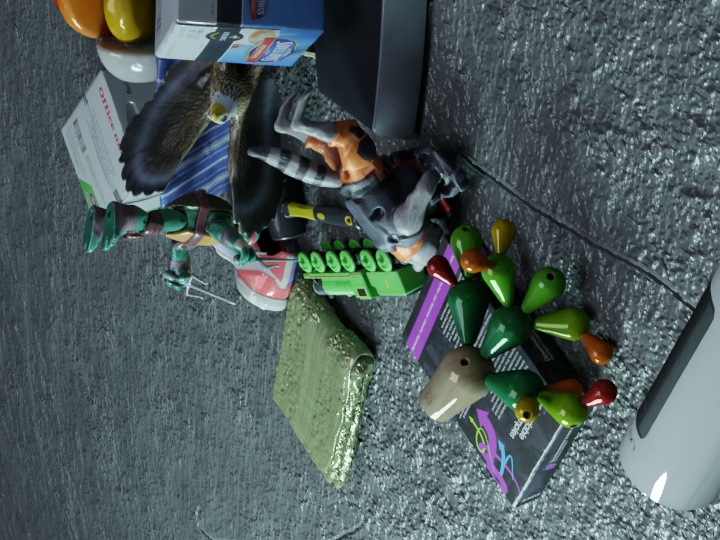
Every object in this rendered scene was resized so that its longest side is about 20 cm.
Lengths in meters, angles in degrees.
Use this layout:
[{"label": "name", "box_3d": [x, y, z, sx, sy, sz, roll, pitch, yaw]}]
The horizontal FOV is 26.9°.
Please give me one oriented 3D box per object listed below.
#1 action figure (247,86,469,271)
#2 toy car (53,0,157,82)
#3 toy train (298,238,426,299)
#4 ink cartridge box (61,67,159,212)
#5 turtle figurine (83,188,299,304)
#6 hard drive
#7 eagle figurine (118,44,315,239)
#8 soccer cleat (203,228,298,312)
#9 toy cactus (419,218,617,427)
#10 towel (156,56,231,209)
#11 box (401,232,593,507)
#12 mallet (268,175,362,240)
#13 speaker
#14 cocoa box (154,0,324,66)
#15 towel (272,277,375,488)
[{"label": "action figure", "box_3d": [-0.003, -0.073, 1.322, 0.193, 0.105, 0.200, 43, 163, -10]}, {"label": "toy car", "box_3d": [-0.240, -0.298, 1.559, 0.150, 0.200, 0.175, 10, 113, 19]}, {"label": "toy train", "box_3d": [0.000, 0.000, 1.454, 0.200, 0.042, 0.056, -2, 113, 61]}, {"label": "ink cartridge box", "box_3d": [-0.284, -0.152, 1.838, 0.200, 0.084, 0.146, -32, 75, 61]}, {"label": "turtle figurine", "box_3d": [-0.172, -0.032, 1.530, 0.150, 0.200, 0.101, -36, 51, 56]}, {"label": "hard drive", "box_3d": [0.006, -0.224, 1.321, 0.135, 0.042, 0.200, 42, 138, 45]}, {"label": "eagle figurine", "box_3d": [-0.131, -0.152, 1.451, 0.152, 0.151, 0.200, 39, 119, 27]}, {"label": "soccer cleat", "box_3d": [-0.122, -0.035, 1.637, 0.200, 0.068, 0.073, 52, 123, 47]}, {"label": "toy cactus", "box_3d": [0.104, 0.062, 1.193, 0.165, 0.102, 0.200, -50, 65, 29]}, {"label": "towel", "box_3d": [-0.162, -0.156, 1.570, 0.024, 0.145, 0.200, 19, 125, 25]}, {"label": "box", "box_3d": [0.114, 0.084, 1.293, 0.200, 0.036, 0.143, 58, 147, 30]}, {"label": "mallet", "box_3d": [-0.043, -0.048, 1.494, 0.200, 0.041, 0.066, 25, 128, 58]}, {"label": "speaker", "box_3d": [0.243, 0.075, 1.009, 0.081, 0.081, 0.200, 56, 147, 31]}, {"label": "cocoa box", "box_3d": [-0.106, -0.293, 1.325, 0.133, 0.131, 0.200, 160, 111, -73]}, {"label": "towel", "box_3d": [-0.041, 0.118, 1.591, 0.148, 0.036, 0.200, 50, 145, 38]}]
